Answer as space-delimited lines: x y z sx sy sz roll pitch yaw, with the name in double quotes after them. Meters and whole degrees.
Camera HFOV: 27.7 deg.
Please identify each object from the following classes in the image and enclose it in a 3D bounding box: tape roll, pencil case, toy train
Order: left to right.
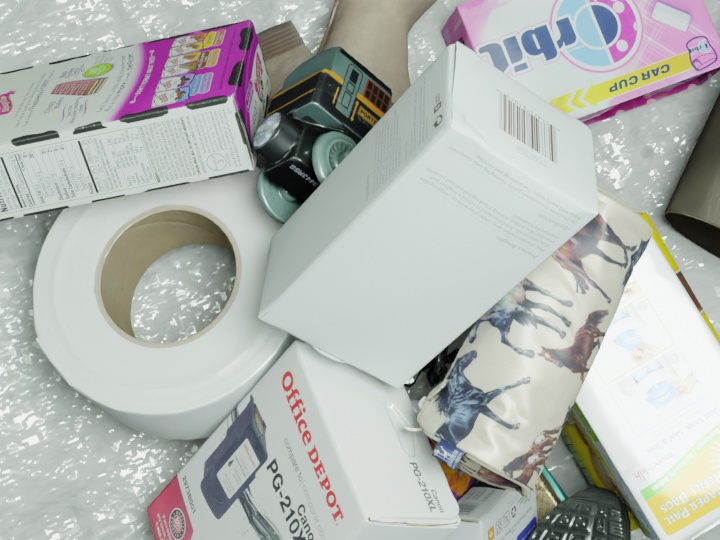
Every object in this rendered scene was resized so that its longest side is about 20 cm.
-0.127 0.015 1.032 0.202 0.071 0.203 -4 69 10 "tape roll"
0.014 -0.061 0.996 0.200 0.085 0.114 36 53 -27 "toy train"
0.107 0.036 0.914 0.089 0.078 0.200 26 89 -4 "pencil case"

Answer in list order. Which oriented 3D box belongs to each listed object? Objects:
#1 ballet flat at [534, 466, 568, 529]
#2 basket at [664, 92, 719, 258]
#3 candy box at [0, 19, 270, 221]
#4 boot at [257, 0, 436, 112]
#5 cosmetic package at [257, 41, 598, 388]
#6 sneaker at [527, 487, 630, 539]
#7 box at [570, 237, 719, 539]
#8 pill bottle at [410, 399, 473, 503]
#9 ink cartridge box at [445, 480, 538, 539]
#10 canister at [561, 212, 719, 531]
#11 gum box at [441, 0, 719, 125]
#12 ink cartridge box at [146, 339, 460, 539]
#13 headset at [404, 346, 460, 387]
0.159 0.222 1.087 0.065 0.071 0.200 -39 86 3 "ballet flat"
0.329 -0.103 1.116 0.136 0.180 0.200 27 85 36 "basket"
-0.169 -0.105 1.017 0.200 0.136 0.061 -10 120 8 "candy box"
0.011 -0.142 1.091 0.200 0.070 0.146 -27 66 2 "boot"
0.038 -0.026 0.883 0.113 0.200 0.081 30 41 -23 "cosmetic package"
0.153 0.251 1.033 0.076 0.091 0.200 14 91 33 "sneaker"
0.193 0.077 0.998 0.101 0.112 0.200 -31 82 0 "box"
0.020 0.194 1.044 0.111 0.111 0.200 8 82 -7 "pill bottle"
0.100 0.247 1.042 0.037 0.095 0.200 1 106 30 "ink cartridge box"
0.203 0.075 1.101 0.148 0.087 0.200 -29 86 -9 "canister"
0.169 -0.173 1.138 0.200 0.066 0.114 -20 84 -10 "gum box"
-0.044 0.163 0.972 0.084 0.200 0.145 11 42 -40 "ink cartridge box"
0.000 0.000 1.077 0.123 0.094 0.200 -33 77 -11 "headset"
